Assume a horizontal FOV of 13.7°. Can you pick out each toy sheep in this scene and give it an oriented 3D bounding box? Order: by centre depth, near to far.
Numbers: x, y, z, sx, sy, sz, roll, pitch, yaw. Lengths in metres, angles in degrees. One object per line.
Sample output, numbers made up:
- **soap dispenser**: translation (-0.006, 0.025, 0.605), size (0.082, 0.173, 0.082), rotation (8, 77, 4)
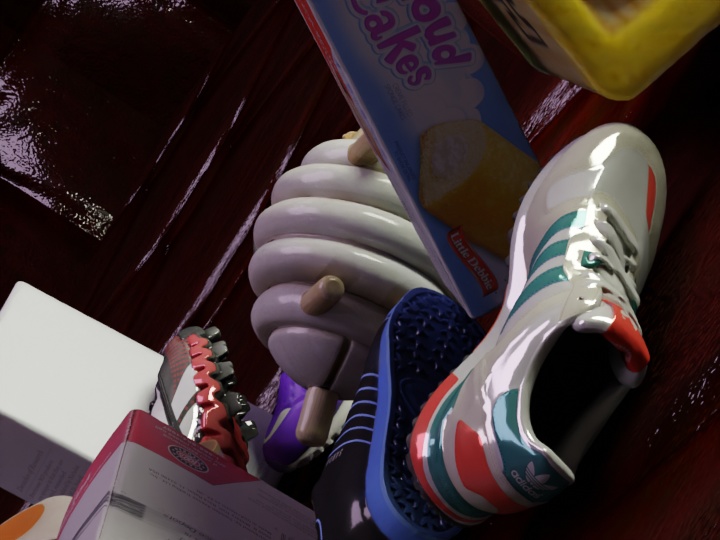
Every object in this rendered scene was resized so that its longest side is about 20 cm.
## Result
- **toy sheep**: translation (0.000, 0.000, 1.623), size (0.201, 0.137, 0.138), rotation (-67, 12, -20)

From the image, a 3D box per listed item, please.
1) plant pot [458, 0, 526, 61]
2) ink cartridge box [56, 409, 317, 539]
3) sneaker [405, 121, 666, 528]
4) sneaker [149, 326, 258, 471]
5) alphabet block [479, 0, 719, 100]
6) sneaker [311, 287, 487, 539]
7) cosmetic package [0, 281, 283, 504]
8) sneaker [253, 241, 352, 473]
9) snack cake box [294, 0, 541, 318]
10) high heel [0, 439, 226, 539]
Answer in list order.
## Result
- **plant pot**: translation (0.086, -0.292, 1.888), size (0.200, 0.175, 0.200), rotation (-53, 19, 31)
- **ink cartridge box**: translation (-0.075, 0.165, 1.386), size (0.083, 0.146, 0.200), rotation (-56, 9, 17)
- **sneaker**: translation (0.098, 0.019, 1.254), size (0.093, 0.070, 0.200), rotation (-12, 42, 53)
- **sneaker**: translation (-0.107, 0.113, 1.729), size (0.097, 0.071, 0.201), rotation (-16, 45, 6)
- **alphabet block**: translation (0.113, -0.213, 1.377), size (0.195, 0.197, 0.200), rotation (-42, 9, 0)
- **sneaker**: translation (0.014, 0.085, 1.426), size (0.078, 0.070, 0.200), rotation (-47, 13, 29)
- **cosmetic package**: translation (-0.148, 0.103, 1.815), size (0.074, 0.199, 0.102), rotation (-58, 5, 47)
- **sneaker**: translation (-0.027, 0.018, 1.776), size (0.201, 0.099, 0.070), rotation (-63, 10, -12)
- **snack cake box**: translation (0.032, -0.084, 1.476), size (0.067, 0.201, 0.115), rotation (-28, 10, 0)
- **high heel**: translation (-0.133, 0.166, 1.645), size (0.199, 0.096, 0.067), rotation (-25, 17, 20)
